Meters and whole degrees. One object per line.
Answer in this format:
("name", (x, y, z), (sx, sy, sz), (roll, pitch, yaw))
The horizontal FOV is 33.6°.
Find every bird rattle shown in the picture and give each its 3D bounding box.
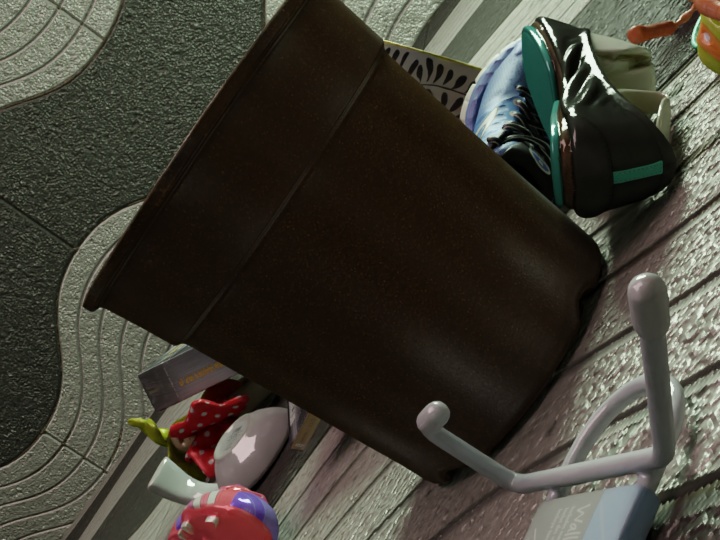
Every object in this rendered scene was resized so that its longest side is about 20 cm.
("bird rattle", (-0.165, 0.158, 1.317), (0.163, 0.113, 0.200), (-40, -1, -40))

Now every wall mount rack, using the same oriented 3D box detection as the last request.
("wall mount rack", (0.043, 0.091, 0.355), (0.201, 0.074, 0.174), (-60, 9, -25))

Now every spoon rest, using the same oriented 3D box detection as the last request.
("spoon rest", (-0.125, 0.186, 1.135), (0.199, 0.061, 0.100), (-28, 27, 46))

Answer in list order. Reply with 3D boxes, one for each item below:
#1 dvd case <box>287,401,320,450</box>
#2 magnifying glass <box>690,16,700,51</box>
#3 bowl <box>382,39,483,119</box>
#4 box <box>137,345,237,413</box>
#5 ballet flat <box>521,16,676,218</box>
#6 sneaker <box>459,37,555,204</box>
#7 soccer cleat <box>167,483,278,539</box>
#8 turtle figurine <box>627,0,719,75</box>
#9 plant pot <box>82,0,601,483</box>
("dvd case", (-0.017, 0.006, 0.833), (0.150, 0.016, 0.201), (-97, 24, -44))
("magnifying glass", (0.229, -0.182, 0.567), (0.200, 0.022, 0.080), (-51, 9, 28))
("bowl", (0.040, -0.129, 0.991), (0.201, 0.199, 0.095), (-123, 49, -82))
("box", (-0.142, 0.080, 1.330), (0.157, 0.049, 0.200), (-27, 5, 11))
("ballet flat", (0.127, -0.085, 0.636), (0.201, 0.068, 0.069), (-87, -12, -58))
("sneaker", (0.098, -0.065, 0.736), (0.089, 0.078, 0.201), (-22, 42, 64))
("soccer cleat", (-0.099, 0.186, 0.900), (0.077, 0.067, 0.200), (-54, 3, -29))
("turtle figurine", (0.183, -0.126, 0.449), (0.161, 0.064, 0.200), (-46, 1, 14))
("plant pot", (-0.002, -0.009, 0.598), (0.201, 0.198, 0.200), (-53, 8, 10))
